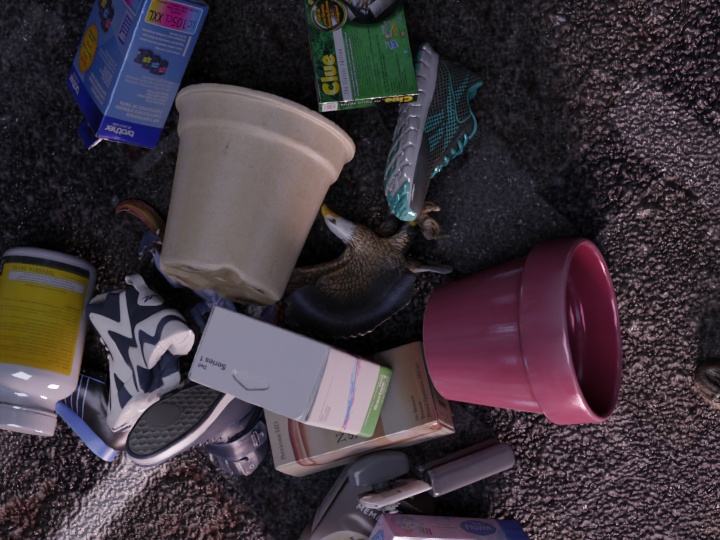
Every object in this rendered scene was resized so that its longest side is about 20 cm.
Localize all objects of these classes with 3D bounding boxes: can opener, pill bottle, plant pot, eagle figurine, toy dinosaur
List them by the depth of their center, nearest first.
[{"bbox_3d":[-0.125,-0.070,1.527,0.199,0.201,0.185,16,76,2],"label":"plant pot"},{"bbox_3d":[0.173,0.071,1.590,0.178,0.200,0.202,-6,109,27],"label":"plant pot"},{"bbox_3d":[-0.006,-0.005,1.596,0.151,0.152,0.200,40,84,18],"label":"eagle figurine"},{"bbox_3d":[-0.370,0.081,1.656,0.111,0.112,0.202,8,78,5],"label":"pill bottle"},{"bbox_3d":[0.084,0.228,1.670,0.198,0.053,0.067,-12,101,-23],"label":"can opener"},{"bbox_3d":[-0.167,0.002,1.677,0.105,0.200,0.182,-38,135,1],"label":"toy dinosaur"}]

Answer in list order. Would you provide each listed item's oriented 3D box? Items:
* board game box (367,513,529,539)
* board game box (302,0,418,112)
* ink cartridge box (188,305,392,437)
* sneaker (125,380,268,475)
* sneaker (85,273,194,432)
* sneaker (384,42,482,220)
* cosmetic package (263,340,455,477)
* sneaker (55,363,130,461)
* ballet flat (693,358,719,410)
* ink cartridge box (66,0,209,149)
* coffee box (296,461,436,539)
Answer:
[{"bbox_3d":[0.074,0.377,1.719,0.198,0.043,0.201,8,120,-33],"label":"board game box"},{"bbox_3d":[-0.006,-0.261,1.499,0.104,0.023,0.202,-5,69,-7],"label":"board game box"},{"bbox_3d":[-0.070,0.110,1.547,0.144,0.200,0.085,18,86,22],"label":"ink cartridge box"},{"bbox_3d":[-0.180,0.198,1.675,0.077,0.202,0.147,21,133,32],"label":"sneaker"},{"bbox_3d":[-0.266,0.085,1.666,0.130,0.079,0.200,54,143,25],"label":"sneaker"},{"bbox_3d":[0.082,-0.142,1.528,0.090,0.078,0.202,16,68,-11],"label":"sneaker"},{"bbox_3d":[-0.003,0.160,1.670,0.198,0.087,0.104,-19,72,13],"label":"cosmetic package"},{"bbox_3d":[-0.341,0.134,1.742,0.078,0.070,0.200,-44,98,3],"label":"sneaker"},{"bbox_3d":[0.467,0.163,1.647,0.199,0.046,0.068,29,111,-3],"label":"ballet flat"},{"bbox_3d":[-0.245,-0.224,1.552,0.076,0.137,0.201,9,116,-32],"label":"ink cartridge box"},{"bbox_3d":[-0.006,0.324,1.751,0.112,0.080,0.201,30,111,-4],"label":"coffee box"}]
